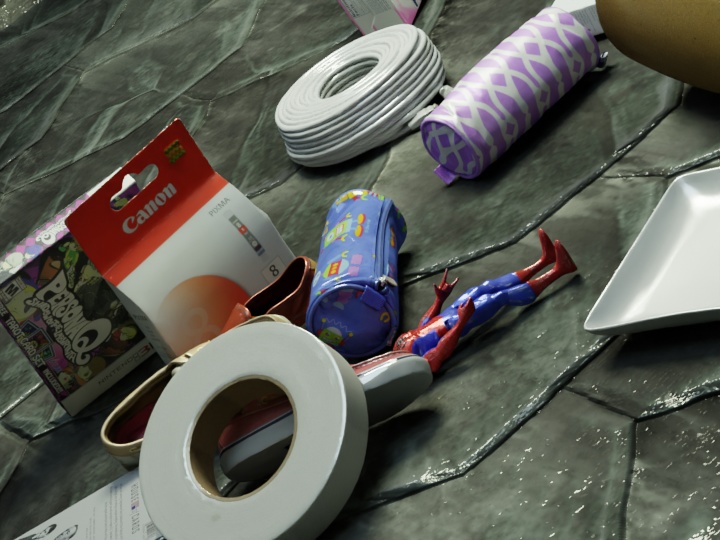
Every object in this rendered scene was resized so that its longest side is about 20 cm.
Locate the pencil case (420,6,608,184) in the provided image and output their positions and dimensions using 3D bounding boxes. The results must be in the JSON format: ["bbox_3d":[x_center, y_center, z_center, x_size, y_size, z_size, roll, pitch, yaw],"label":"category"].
[{"bbox_3d":[0.147,-0.174,2.032,0.200,0.084,0.086,-41,-11,-22],"label":"pencil case"}]

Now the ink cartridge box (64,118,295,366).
[{"bbox_3d":[-0.161,-0.019,1.970,0.162,0.200,0.050,-44,28,-23],"label":"ink cartridge box"}]

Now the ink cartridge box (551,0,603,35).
[{"bbox_3d":[0.309,-0.320,2.154,0.200,0.043,0.196,-12,30,37],"label":"ink cartridge box"}]

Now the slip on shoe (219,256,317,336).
[{"bbox_3d":[-0.105,0.061,1.919,0.200,0.061,0.074,-40,26,-12],"label":"slip on shoe"}]

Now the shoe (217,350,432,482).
[{"bbox_3d":[-0.040,0.093,1.712,0.200,0.071,0.091,-29,62,20],"label":"shoe"}]

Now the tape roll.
[{"bbox_3d":[-0.086,0.139,1.654,0.203,0.037,0.203,-16,59,28],"label":"tape roll"}]

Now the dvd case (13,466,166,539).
[{"bbox_3d":[-0.248,0.248,1.783,0.200,0.025,0.150,-30,23,6],"label":"dvd case"}]

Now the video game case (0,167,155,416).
[{"bbox_3d":[-0.258,0.024,2.022,0.181,0.200,0.036,-38,46,-12],"label":"video game case"}]

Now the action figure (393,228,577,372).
[{"bbox_3d":[0.084,0.037,1.740,0.200,0.052,0.065,-38,26,-4],"label":"action figure"}]

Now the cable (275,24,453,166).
[{"bbox_3d":[-0.002,-0.190,2.268,0.200,0.069,0.200,-30,23,8],"label":"cable"}]

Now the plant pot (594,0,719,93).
[{"bbox_3d":[0.331,-0.226,1.797,0.186,0.186,0.200,-35,36,-3],"label":"plant pot"}]

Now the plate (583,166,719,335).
[{"bbox_3d":[0.291,-0.019,1.593,0.200,0.032,0.200,-10,33,43],"label":"plate"}]

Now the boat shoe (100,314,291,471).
[{"bbox_3d":[-0.144,0.106,1.838,0.200,0.069,0.074,-39,64,3],"label":"boat shoe"}]

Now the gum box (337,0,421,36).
[{"bbox_3d":[0.003,-0.379,2.481,0.066,0.200,0.114,-16,36,35],"label":"gum box"}]

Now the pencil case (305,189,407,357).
[{"bbox_3d":[0.000,0.000,1.877,0.087,0.078,0.200,-43,18,24],"label":"pencil case"}]
